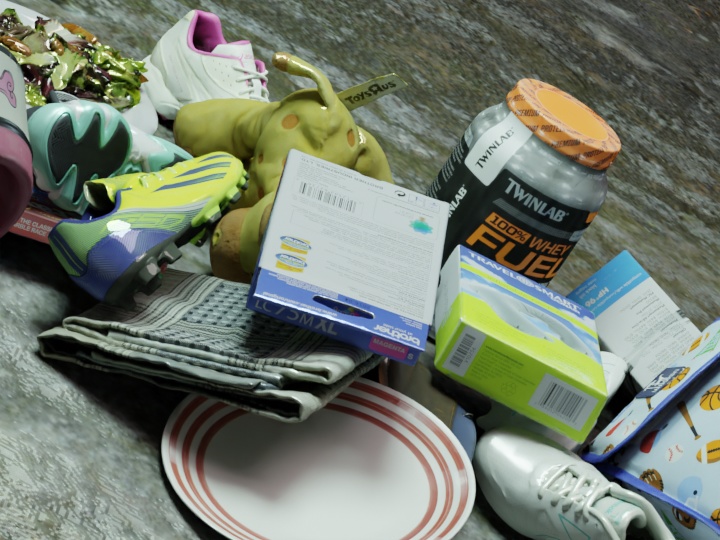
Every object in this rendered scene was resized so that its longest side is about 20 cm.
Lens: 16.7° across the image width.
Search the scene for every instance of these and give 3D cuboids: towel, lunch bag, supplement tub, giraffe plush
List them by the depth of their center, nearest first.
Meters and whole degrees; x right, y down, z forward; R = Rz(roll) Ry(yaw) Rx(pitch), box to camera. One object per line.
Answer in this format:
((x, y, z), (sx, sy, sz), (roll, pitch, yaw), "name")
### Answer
((-0.086, 0.040, 1.605), (0.192, 0.035, 0.200), (14, 18, 16), "towel")
((0.269, 0.126, 1.779), (0.200, 0.170, 0.124), (32, -20, 52), "lunch bag")
((-0.049, -0.041, 1.792), (0.172, 0.200, 0.162), (28, 51, -26), "giraffe plush")
((0.111, -0.043, 1.924), (0.122, 0.200, 0.123), (27, 22, -12), "supplement tub")

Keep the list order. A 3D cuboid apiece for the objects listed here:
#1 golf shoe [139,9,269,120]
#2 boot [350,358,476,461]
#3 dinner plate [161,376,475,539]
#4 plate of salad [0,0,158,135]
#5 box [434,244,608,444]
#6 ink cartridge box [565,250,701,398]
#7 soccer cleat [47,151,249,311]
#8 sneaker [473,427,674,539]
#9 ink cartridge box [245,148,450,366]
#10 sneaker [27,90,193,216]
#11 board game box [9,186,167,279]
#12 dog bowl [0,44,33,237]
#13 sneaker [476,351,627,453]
((-0.101, -0.130, 1.967), (0.200, 0.092, 0.075), (45, 23, 25), "golf shoe")
((0.031, 0.098, 1.705), (0.097, 0.075, 0.200), (39, 29, -13), "boot")
((-0.027, 0.128, 1.541), (0.200, 0.024, 0.200), (7, 33, -5), "dinner plate")
((-0.242, -0.167, 1.908), (0.200, 0.048, 0.200), (29, 22, -13), "plate of salad")
((0.114, 0.047, 1.776), (0.122, 0.048, 0.200), (27, 17, -7), "box")
((0.257, 0.091, 1.962), (0.200, 0.068, 0.116), (52, -1, 42), "ink cartridge box")
((-0.139, -0.045, 1.637), (0.084, 0.065, 0.200), (40, 33, 1), "soccer cleat")
((0.161, 0.165, 1.668), (0.200, 0.080, 0.070), (39, 65, 21), "sneaker")
((-0.008, -0.004, 1.616), (0.119, 0.042, 0.200), (19, 28, -4), "ink cartridge box")
((-0.215, -0.088, 1.706), (0.140, 0.078, 0.200), (25, -3, 25), "sneaker")
((-0.235, -0.044, 1.656), (0.200, 0.019, 0.103), (19, 10, -32), "board game box")
((-0.280, -0.054, 1.431), (0.200, 0.200, 0.074), (5, 56, -51), "dog bowl")
((0.148, 0.094, 1.862), (0.080, 0.071, 0.200), (33, 22, 8), "sneaker")
